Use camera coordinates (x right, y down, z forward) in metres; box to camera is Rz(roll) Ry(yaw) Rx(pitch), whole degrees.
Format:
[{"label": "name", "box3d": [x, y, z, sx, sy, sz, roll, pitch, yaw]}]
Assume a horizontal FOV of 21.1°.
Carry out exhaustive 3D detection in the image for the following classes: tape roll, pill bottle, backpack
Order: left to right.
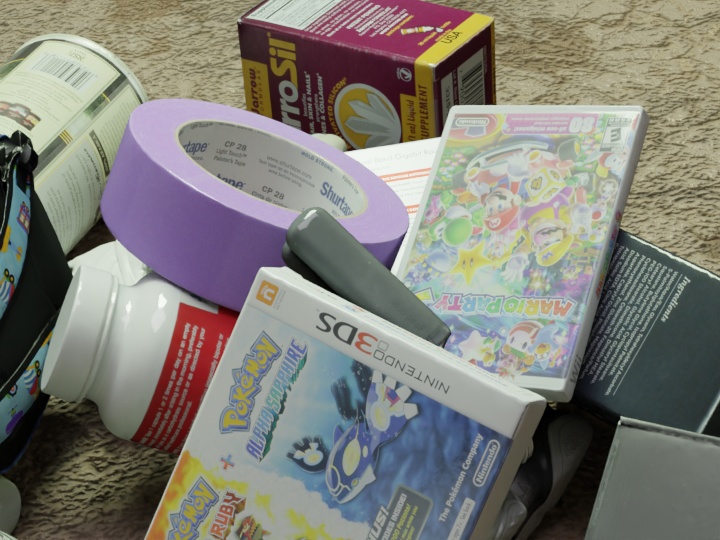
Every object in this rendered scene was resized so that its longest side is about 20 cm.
[{"label": "backpack", "box3d": [-0.271, 0.034, 1.267, 0.133, 0.184, 0.201, -6, 37, 18]}, {"label": "pill bottle", "box3d": [-0.099, 0.066, 1.249, 0.198, 0.113, 0.113, 18, 30, -14]}, {"label": "tape roll", "box3d": [-0.070, -0.041, 1.290, 0.198, 0.066, 0.200, 19, 21, -8]}]

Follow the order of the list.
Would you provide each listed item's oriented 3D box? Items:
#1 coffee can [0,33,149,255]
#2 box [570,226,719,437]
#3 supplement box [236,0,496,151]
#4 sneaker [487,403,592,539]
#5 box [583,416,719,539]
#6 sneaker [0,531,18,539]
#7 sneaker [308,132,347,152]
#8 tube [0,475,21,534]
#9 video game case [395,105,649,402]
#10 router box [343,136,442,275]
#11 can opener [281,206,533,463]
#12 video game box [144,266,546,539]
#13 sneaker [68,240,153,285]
[{"label": "coffee can", "box3d": [-0.267, -0.078, 1.528, 0.145, 0.148, 0.200, 9, 34, 20]}, {"label": "box", "box3d": [0.189, 0.052, 1.240, 0.199, 0.148, 0.108, 28, 87, 41]}, {"label": "supplement box", "box3d": [0.007, -0.155, 1.626, 0.199, 0.132, 0.103, 16, 38, 31]}, {"label": "sneaker", "box3d": [0.057, 0.128, 1.206, 0.113, 0.076, 0.200, 34, 39, 15]}, {"label": "box", "box3d": [0.206, 0.195, 1.048, 0.191, 0.048, 0.202, 13, 70, 21]}, {"label": "sneaker", "box3d": [-0.194, 0.209, 1.131, 0.077, 0.086, 0.200, -18, 34, -20]}, {"label": "sneaker", "box3d": [-0.031, -0.032, 1.507, 0.093, 0.071, 0.200, 15, 39, 13]}, {"label": "tube", "box3d": [-0.306, 0.131, 1.307, 0.199, 0.052, 0.058, 21, -1, 39]}, {"label": "video game case", "box3d": [0.093, -0.016, 1.223, 0.142, 0.018, 0.202, 3, 63, 33]}, {"label": "router box", "box3d": [0.000, 0.000, 1.398, 0.198, 0.049, 0.181, -9, 58, -6]}, {"label": "can opener", "box3d": [0.020, 0.053, 1.150, 0.200, 0.053, 0.067, 43, 70, 8]}, {"label": "video game box", "box3d": [-0.015, 0.125, 1.113, 0.181, 0.202, 0.047, 25, 6, 21]}, {"label": "sneaker", "box3d": [-0.182, 0.042, 1.418, 0.086, 0.075, 0.200, -18, 26, 1]}]
